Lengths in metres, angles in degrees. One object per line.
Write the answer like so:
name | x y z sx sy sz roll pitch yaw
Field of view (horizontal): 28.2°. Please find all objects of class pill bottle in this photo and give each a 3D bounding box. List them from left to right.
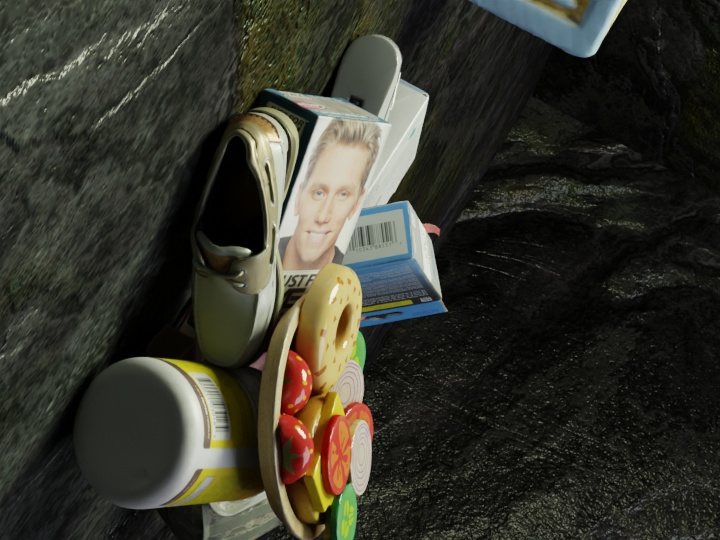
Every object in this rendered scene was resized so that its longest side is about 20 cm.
pill bottle | -0.122 0.124 1.102 0.110 0.109 0.200 -62 155 7

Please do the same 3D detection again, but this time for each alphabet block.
alphabet block | 0.215 -0.372 1.485 0.200 0.196 0.196 -54 172 -52

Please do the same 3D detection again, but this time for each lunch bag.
lunch bag | -0.115 0.188 1.455 0.164 0.118 0.200 -26 150 -28

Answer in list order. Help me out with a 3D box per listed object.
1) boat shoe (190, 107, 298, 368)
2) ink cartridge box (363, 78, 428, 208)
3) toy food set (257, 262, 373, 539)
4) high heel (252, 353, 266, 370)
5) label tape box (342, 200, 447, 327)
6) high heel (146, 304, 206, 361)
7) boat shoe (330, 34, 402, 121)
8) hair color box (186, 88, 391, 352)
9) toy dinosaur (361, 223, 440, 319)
boat shoe | -0.095 -0.018 1.048 0.068 0.074 0.201 -36 136 -67
ink cartridge box | -0.001 -0.103 1.464 0.137 0.076 0.200 -58 172 -16
toy food set | -0.029 0.112 1.117 0.198 0.048 0.200 75 22 -44
high heel | -0.093 0.085 1.553 0.096 0.067 0.200 -53 161 -11
label tape box | 0.000 0.000 1.441 0.200 0.144 0.064 52 30 -70
high heel | -0.118 0.060 1.234 0.200 0.067 0.096 -48 156 -45
boat shoe | -0.015 -0.122 1.329 0.066 0.072 0.201 -9 119 -77
hair color box | -0.056 -0.037 1.130 0.100 0.060 0.201 -3 117 -54
toy dinosaur | -0.001 0.020 1.746 0.105 0.199 0.182 69 16 -62
